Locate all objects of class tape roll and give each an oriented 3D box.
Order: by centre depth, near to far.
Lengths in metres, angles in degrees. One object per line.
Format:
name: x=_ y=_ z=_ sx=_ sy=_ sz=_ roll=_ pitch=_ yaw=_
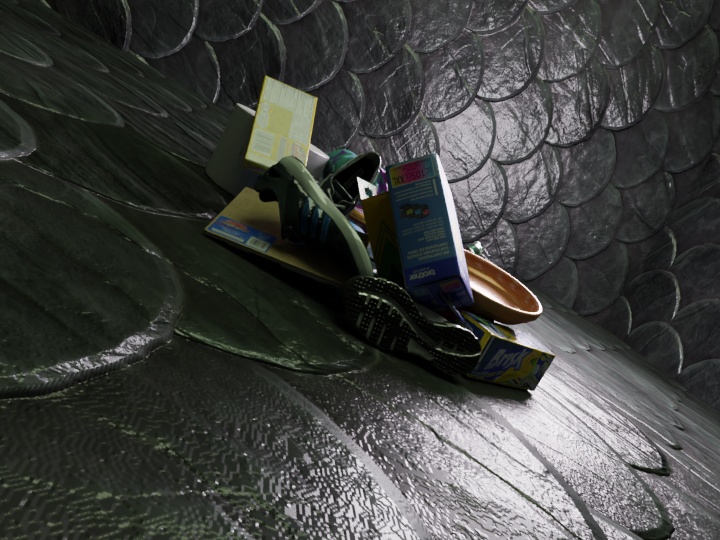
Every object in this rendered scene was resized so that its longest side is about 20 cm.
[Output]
tape roll: x=-0.174 y=-0.203 z=1.100 sx=0.200 sy=0.141 sz=0.203 roll=30 pitch=10 yaw=-6

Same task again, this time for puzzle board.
puzzle board: x=-0.091 y=-0.044 z=0.778 sx=0.196 sy=0.018 sz=0.151 roll=21 pitch=31 yaw=0

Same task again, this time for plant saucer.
plant saucer: x=0.188 y=0.024 z=0.906 sx=0.197 sy=0.038 sz=0.201 roll=24 pitch=21 yaw=-10

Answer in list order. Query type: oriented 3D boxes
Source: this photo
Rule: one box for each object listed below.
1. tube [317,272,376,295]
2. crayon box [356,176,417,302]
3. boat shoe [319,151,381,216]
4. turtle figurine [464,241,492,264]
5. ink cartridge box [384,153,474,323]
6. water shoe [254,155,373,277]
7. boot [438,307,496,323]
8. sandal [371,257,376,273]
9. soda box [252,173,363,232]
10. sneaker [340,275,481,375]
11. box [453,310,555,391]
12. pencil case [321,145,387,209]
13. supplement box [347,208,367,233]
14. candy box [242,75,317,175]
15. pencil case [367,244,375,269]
tube: x=-0.074 y=-0.020 z=0.809 sx=0.197 sy=0.051 sz=0.077 roll=29 pitch=18 yaw=7
crayon box: x=0.050 y=-0.037 z=0.848 sx=0.050 sy=0.205 sz=0.127 roll=-14 pitch=-1 yaw=14
boat shoe: x=-0.039 y=-0.109 z=0.890 sx=0.072 sy=0.200 sz=0.068 roll=47 pitch=-19 yaw=-7
turtle figurine: x=0.204 y=0.003 z=1.174 sx=0.196 sy=0.153 sz=0.101 roll=19 pitch=-10 yaw=23
ink cartridge box: x=0.096 y=-0.029 z=0.771 sx=0.075 sy=0.205 sz=0.136 roll=-12 pitch=-20 yaw=15
water shoe: x=-0.060 y=-0.052 z=0.740 sx=0.201 sy=0.078 sz=0.072 roll=52 pitch=-7 yaw=19
boot: x=0.192 y=0.069 z=0.971 sx=0.144 sy=0.073 sz=0.199 roll=39 pitch=25 yaw=20
sandal: x=0.000 y=0.000 z=0.913 sx=0.076 sy=0.043 sz=0.198 roll=39 pitch=13 yaw=38
soda box: x=-0.090 y=-0.077 z=0.952 sx=0.197 sy=0.069 sz=0.064 roll=27 pitch=12 yaw=-20
sneaker: x=0.054 y=0.069 z=0.724 sx=0.198 sy=0.075 sz=0.080 roll=32 pitch=-3 yaw=-20
box: x=0.204 y=0.121 z=0.849 sx=0.198 sy=0.071 sz=0.064 roll=20 pitch=14 yaw=-44
pencil case: x=-0.012 y=-0.176 z=1.093 sx=0.091 sy=0.087 sz=0.200 roll=-19 pitch=24 yaw=-10
supplement box: x=-0.010 y=-0.077 z=1.117 sx=0.109 sy=0.087 sz=0.200 roll=32 pitch=11 yaw=14
candy box: x=-0.132 y=-0.236 z=0.977 sx=0.100 sy=0.026 sz=0.204 roll=20 pitch=53 yaw=-21
pencil case: x=0.075 y=-0.022 z=1.089 sx=0.199 sy=0.089 sz=0.085 roll=8 pitch=68 yaw=-70
